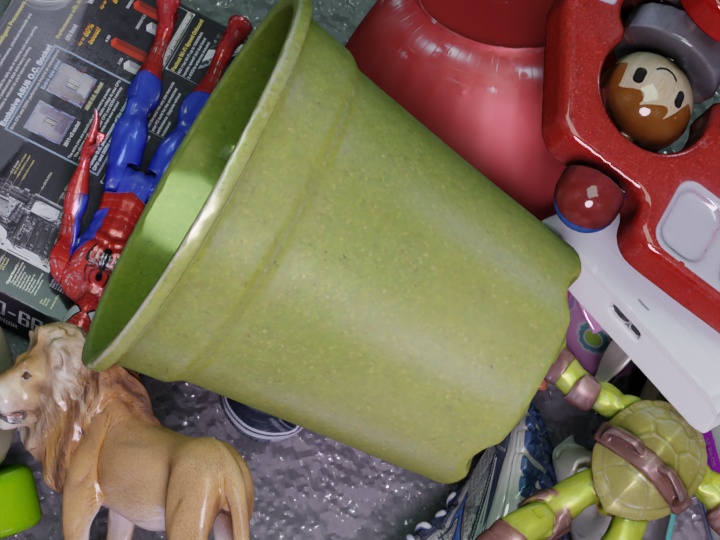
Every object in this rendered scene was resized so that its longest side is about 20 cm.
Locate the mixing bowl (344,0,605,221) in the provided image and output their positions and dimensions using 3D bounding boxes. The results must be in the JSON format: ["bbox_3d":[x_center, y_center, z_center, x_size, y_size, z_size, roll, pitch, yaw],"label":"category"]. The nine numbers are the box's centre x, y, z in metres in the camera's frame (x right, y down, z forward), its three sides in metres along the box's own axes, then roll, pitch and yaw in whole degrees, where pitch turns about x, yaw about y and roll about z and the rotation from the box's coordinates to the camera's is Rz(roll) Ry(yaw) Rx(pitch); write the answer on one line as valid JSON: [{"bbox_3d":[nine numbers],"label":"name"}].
[{"bbox_3d":[0.070,-0.098,1.249,0.199,0.109,0.201,4,39,-3],"label":"mixing bowl"}]

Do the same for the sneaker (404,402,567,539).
[{"bbox_3d":[0.051,0.148,1.213,0.085,0.077,0.201,-2,47,22],"label":"sneaker"}]

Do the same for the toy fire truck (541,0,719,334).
[{"bbox_3d":[0.172,-0.065,1.140,0.200,0.112,0.168,36,63,-9],"label":"toy fire truck"}]

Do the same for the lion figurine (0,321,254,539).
[{"bbox_3d":[-0.098,0.101,1.122,0.072,0.199,0.123,-1,102,-51],"label":"lion figurine"}]

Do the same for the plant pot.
[{"bbox_3d":[-0.004,0.002,1.116,0.184,0.200,0.201,30,67,-11],"label":"plant pot"}]

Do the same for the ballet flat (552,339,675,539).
[{"bbox_3d":[0.140,0.088,1.229,0.068,0.068,0.201,19,93,-23],"label":"ballet flat"}]

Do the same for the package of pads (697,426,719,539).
[{"bbox_3d":[0.280,0.114,1.271,0.199,0.068,0.155,-9,70,-12],"label":"package of pads"}]

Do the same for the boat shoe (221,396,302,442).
[{"bbox_3d":[0.000,0.000,1.254,0.071,0.091,0.201,33,67,4],"label":"boat shoe"}]

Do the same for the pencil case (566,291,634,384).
[{"bbox_3d":[0.193,-0.008,1.294,0.199,0.088,0.088,-23,75,-18],"label":"pencil case"}]

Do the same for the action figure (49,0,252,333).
[{"bbox_3d":[-0.115,-0.050,1.224,0.065,0.052,0.201,21,70,-6],"label":"action figure"}]

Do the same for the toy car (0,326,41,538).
[{"bbox_3d":[-0.281,0.072,1.164,0.199,0.158,0.165,-12,94,12],"label":"toy car"}]

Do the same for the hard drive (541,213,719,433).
[{"bbox_3d":[0.200,-0.007,1.201,0.199,0.026,0.132,-24,63,-35],"label":"hard drive"}]

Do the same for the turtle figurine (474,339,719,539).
[{"bbox_3d":[0.138,0.110,1.147,0.200,0.064,0.161,43,75,-4],"label":"turtle figurine"}]

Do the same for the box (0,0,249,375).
[{"bbox_3d":[-0.146,-0.059,1.274,0.157,0.050,0.201,26,67,1],"label":"box"}]
